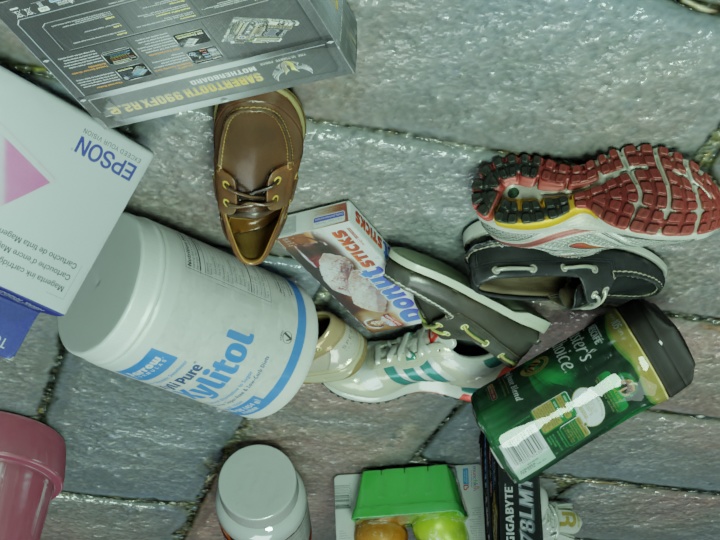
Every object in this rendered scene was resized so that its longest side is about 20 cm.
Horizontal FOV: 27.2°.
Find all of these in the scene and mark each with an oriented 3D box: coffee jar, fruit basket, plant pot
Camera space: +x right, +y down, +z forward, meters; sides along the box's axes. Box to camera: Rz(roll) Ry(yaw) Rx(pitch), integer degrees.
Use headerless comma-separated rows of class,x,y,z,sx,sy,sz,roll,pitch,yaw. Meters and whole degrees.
coffee jar,0.203,0.105,1.355,0.199,0.104,0.086,-31,102,5
fruit basket,0.062,0.337,1.778,0.183,0.202,0.094,-7,166,11
plant pot,-0.435,0.274,1.673,0.198,0.180,0.200,-1,151,0

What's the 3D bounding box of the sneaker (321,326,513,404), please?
sneaker,0.057,0.077,1.449,0.198,0.071,0.094,3,134,-2

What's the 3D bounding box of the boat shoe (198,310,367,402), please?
boat shoe,-0.093,0.076,1.436,0.199,0.074,0.069,-15,137,23

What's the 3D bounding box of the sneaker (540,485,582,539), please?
sneaker,0.226,0.298,1.848,0.114,0.074,0.200,3,161,-10

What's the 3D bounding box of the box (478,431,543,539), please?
box,0.159,0.238,1.590,0.049,0.202,0.199,0,153,-1

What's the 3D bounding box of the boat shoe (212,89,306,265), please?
boat shoe,-0.079,-0.072,1.151,0.071,0.068,0.201,2,152,-4

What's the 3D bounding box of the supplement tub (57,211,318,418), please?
supplement tub,-0.147,0.042,1.297,0.199,0.133,0.131,23,144,-38

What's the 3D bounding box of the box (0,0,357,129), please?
box,-0.120,-0.172,0.987,0.198,0.049,0.158,-10,151,19

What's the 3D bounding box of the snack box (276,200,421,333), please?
snack box,0.000,0.000,1.332,0.071,0.025,0.200,-13,149,21

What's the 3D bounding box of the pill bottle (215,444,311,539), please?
pill bottle,-0.115,0.286,1.771,0.108,0.110,0.200,-1,152,1

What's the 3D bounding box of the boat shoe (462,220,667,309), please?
boat shoe,0.182,0.005,1.305,0.198,0.061,0.074,13,147,-24

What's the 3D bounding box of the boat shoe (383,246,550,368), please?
boat shoe,0.090,0.037,1.336,0.200,0.072,0.061,25,101,-39

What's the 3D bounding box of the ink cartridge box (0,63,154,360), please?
ink cartridge box,-0.276,-0.044,1.092,0.196,0.201,0.043,28,180,-43

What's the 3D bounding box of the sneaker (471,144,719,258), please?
sneaker,0.191,-0.052,1.199,0.198,0.078,0.082,4,157,12
